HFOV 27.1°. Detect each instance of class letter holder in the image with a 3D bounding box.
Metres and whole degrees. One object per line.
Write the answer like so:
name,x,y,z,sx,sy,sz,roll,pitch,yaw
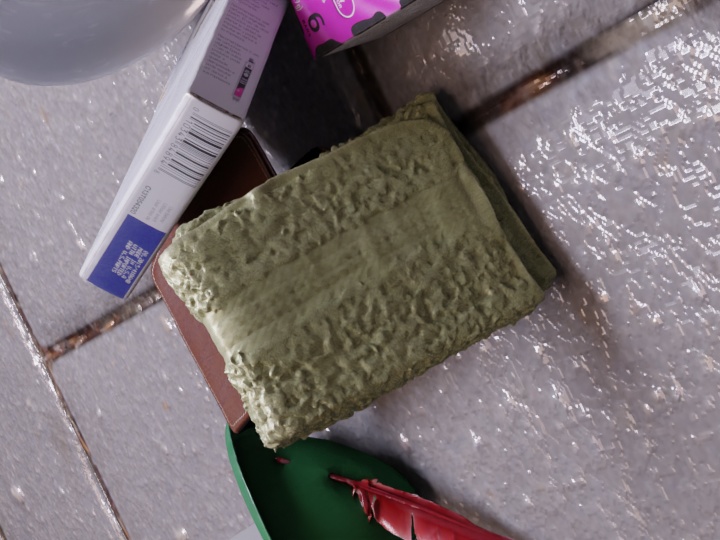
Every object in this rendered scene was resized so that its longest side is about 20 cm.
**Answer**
letter holder,-0.046,-0.007,0.992,0.143,0.100,0.200,58,145,12

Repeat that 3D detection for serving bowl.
serving bowl,-0.179,-0.213,0.955,0.066,0.198,0.201,56,145,26

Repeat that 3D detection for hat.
hat,0.026,0.147,1.052,0.201,0.175,0.166,61,-172,12

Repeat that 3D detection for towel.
towel,0.000,0.000,0.859,0.149,0.199,0.037,58,167,12

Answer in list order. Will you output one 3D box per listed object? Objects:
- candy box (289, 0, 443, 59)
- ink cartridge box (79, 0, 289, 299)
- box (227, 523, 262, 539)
candy box,0.019,-0.213,0.810,0.199,0.061,0.138,-21,94,55
ink cartridge box,-0.100,-0.110,0.944,0.043,0.201,0.197,27,139,-11
box,-0.040,0.304,1.176,0.199,0.097,0.126,25,130,42
